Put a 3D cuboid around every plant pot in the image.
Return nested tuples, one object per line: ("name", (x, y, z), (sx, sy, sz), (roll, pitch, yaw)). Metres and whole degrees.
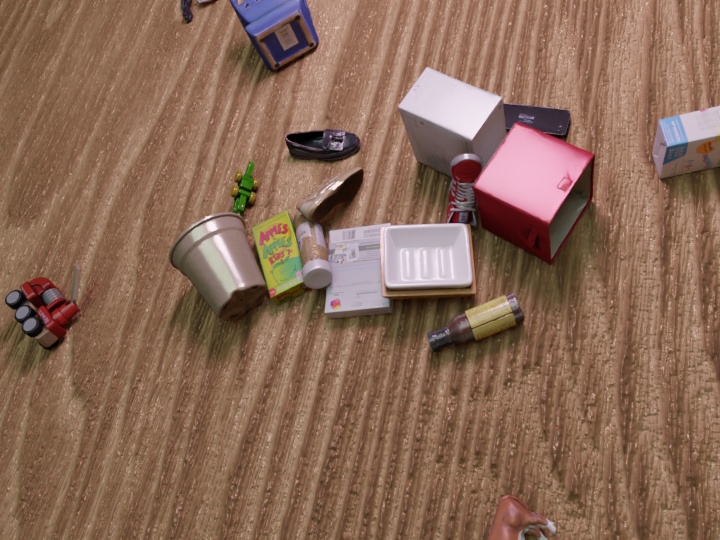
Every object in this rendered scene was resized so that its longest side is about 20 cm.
("plant pot", (-0.312, 0.004, 1.431), (0.199, 0.201, 0.185), (-36, 71, 0))
("plant pot", (-0.231, -0.694, 1.710), (0.196, 0.200, 0.183), (-26, 65, 5))

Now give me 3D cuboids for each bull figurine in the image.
("bull figurine", (0.255, 0.496, 1.061), (0.119, 0.065, 0.204), (17, 75, 21))

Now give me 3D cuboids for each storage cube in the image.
("storage cube", (0.354, -0.157, 1.265), (0.178, 0.171, 0.202), (32, 79, 29))

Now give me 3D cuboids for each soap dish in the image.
("soap dish", (0.139, -0.015, 1.306), (0.194, 0.082, 0.161), (-2, 65, 1))

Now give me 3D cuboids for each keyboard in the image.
("keyboard", (0.376, -0.328, 1.425), (0.196, 0.021, 0.129), (13, 65, 25))

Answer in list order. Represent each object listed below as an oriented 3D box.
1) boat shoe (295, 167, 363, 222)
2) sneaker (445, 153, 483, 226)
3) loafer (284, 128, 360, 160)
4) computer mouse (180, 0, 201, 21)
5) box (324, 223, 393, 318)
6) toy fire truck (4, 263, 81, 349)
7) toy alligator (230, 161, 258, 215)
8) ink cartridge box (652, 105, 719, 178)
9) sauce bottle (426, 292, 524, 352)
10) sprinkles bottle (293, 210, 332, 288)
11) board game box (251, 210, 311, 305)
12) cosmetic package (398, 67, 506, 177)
("boat shoe", (-0.069, -0.192, 1.458), (0.064, 0.072, 0.199), (32, 53, 25))
("sneaker", (0.218, -0.159, 1.304), (0.069, 0.200, 0.116), (3, 73, 6))
("loafer", (-0.099, -0.322, 1.563), (0.195, 0.063, 0.074), (-1, 66, 19))
("computer mouse", (-0.487, -0.880, 1.972), (0.197, 0.044, 0.111), (-28, 55, 12))
("box", (0.000, 0.000, 1.393), (0.152, 0.041, 0.205), (-7, 63, 17))
("toy fire truck", (-0.796, 0.069, 1.605), (0.199, 0.130, 0.175), (-41, 59, -16))
("toy alligator", (-0.305, -0.183, 1.581), (0.054, 0.058, 0.205), (-26, 50, 56))
("ink cartridge box", (0.695, -0.261, 1.225), (0.195, 0.115, 0.069), (-11, 63, 14))
("sauce bottle", (0.229, 0.108, 1.248), (0.196, 0.065, 0.066), (-21, 61, 8))
("sprinkles bottle", (-0.111, -0.054, 1.417), (0.067, 0.069, 0.203), (-22, 47, 8))
("board game box", (-0.185, -0.032, 1.468), (0.100, 0.048, 0.203), (-25, 61, 7))
("cosmetic package", (0.210, -0.307, 1.368), (0.198, 0.200, 0.124), (30, 77, 29))
